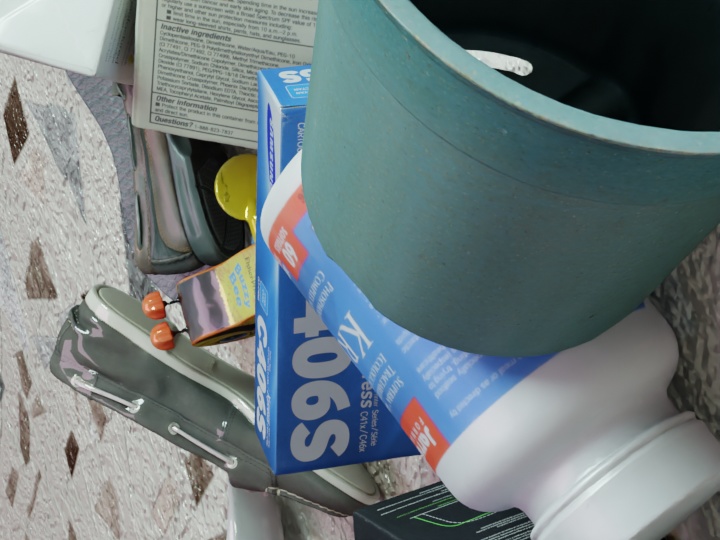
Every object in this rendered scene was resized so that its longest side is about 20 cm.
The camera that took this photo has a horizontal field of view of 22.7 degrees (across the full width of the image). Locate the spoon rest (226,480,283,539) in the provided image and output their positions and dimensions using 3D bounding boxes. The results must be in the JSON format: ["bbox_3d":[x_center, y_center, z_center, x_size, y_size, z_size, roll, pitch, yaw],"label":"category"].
[{"bbox_3d":[-0.073,0.219,1.134,0.099,0.061,0.200,-109,12,-69],"label":"spoon rest"}]

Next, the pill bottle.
[{"bbox_3d":[0.057,0.026,0.729,0.200,0.112,0.112,53,147,18],"label":"pill bottle"}]

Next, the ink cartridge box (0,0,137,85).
[{"bbox_3d":[-0.124,-0.156,0.916,0.200,0.067,0.116,-23,-52,-81],"label":"ink cartridge box"}]

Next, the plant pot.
[{"bbox_3d":[0.067,-0.076,0.608,0.200,0.200,0.196,63,159,21],"label":"plant pot"}]

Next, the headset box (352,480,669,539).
[{"bbox_3d":[0.093,0.201,0.786,0.200,0.093,0.174,23,124,56],"label":"headset box"}]

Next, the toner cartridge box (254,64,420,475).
[{"bbox_3d":[0.000,0.000,0.852,0.043,0.095,0.200,-122,28,-55],"label":"toner cartridge box"}]

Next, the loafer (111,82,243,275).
[{"bbox_3d":[-0.122,-0.095,1.038,0.063,0.072,0.200,-16,81,21],"label":"loafer"}]

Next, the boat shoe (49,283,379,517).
[{"bbox_3d":[-0.083,0.084,1.003,0.200,0.067,0.057,35,104,0],"label":"boat shoe"}]

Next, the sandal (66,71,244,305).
[{"bbox_3d":[-0.118,-0.074,1.099,0.076,0.043,0.200,-28,75,25],"label":"sandal"}]

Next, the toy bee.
[{"bbox_3d":[-0.054,0.019,0.955,0.131,0.109,0.200,62,149,28],"label":"toy bee"}]

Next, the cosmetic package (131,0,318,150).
[{"bbox_3d":[-0.044,-0.161,0.827,0.087,0.103,0.200,-77,-2,-51],"label":"cosmetic package"}]
